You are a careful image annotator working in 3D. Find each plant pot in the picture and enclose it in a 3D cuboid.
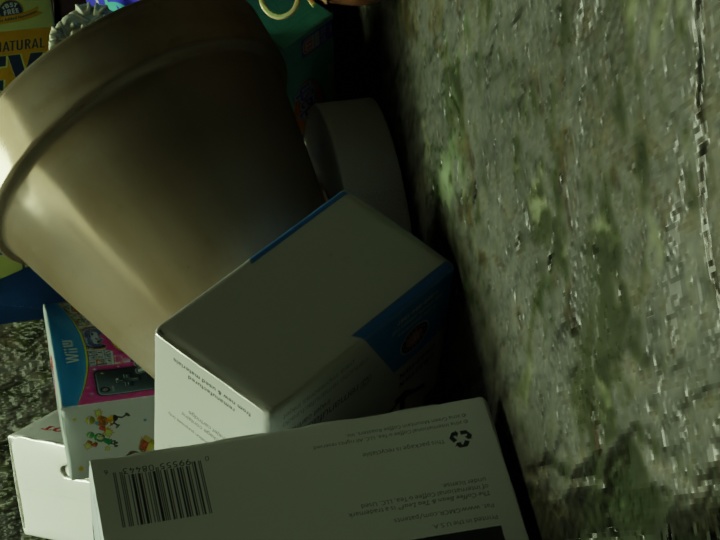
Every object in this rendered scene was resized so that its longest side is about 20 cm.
[{"bbox_3d":[-0.100,-0.028,1.359,0.174,0.199,0.200,56,161,21],"label":"plant pot"}]

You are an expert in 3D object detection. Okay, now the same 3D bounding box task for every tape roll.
[{"bbox_3d":[0.000,0.000,1.427,0.203,0.037,0.204,173,90,-81],"label":"tape roll"}]

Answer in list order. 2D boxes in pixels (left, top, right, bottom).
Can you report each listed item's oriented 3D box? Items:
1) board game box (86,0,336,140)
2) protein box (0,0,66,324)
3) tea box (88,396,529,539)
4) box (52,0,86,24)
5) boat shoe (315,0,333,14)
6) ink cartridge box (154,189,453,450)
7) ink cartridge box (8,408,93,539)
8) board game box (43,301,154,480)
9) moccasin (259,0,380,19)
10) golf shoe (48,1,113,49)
[{"bbox_3d":[-0.097,-0.147,1.523,0.200,0.045,0.152,37,151,28],"label":"board game box"},{"bbox_3d":[-0.274,-0.080,1.734,0.199,0.134,0.201,112,149,-74],"label":"protein box"},{"bbox_3d":[-0.022,0.184,1.178,0.197,0.199,0.134,93,166,-47],"label":"tea box"},{"bbox_3d":[-0.134,-0.145,1.763,0.164,0.165,0.201,138,125,-80],"label":"box"},{"bbox_3d":[-0.052,-0.166,1.533,0.201,0.072,0.072,97,162,-46],"label":"boat shoe"},{"bbox_3d":[-0.033,0.081,1.277,0.084,0.146,0.201,33,143,25],"label":"ink cartridge box"},{"bbox_3d":[-0.142,0.135,1.803,0.200,0.146,0.083,-29,-61,-51],"label":"ink cartridge box"},{"bbox_3d":[-0.118,0.071,1.719,0.148,0.199,0.065,-113,16,-59],"label":"board game box"},{"bbox_3d":[-0.015,-0.169,1.246,0.201,0.077,0.074,-150,53,-79],"label":"moccasin"},{"bbox_3d":[-0.130,-0.076,1.537,0.200,0.078,0.097,51,161,4],"label":"golf shoe"}]
